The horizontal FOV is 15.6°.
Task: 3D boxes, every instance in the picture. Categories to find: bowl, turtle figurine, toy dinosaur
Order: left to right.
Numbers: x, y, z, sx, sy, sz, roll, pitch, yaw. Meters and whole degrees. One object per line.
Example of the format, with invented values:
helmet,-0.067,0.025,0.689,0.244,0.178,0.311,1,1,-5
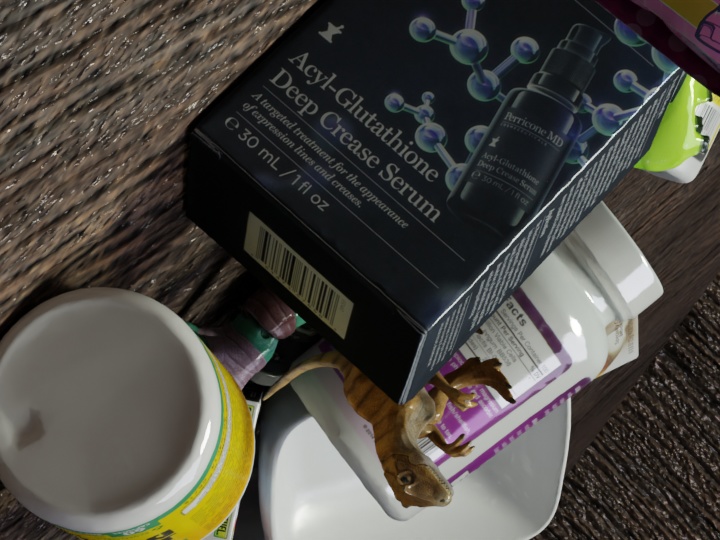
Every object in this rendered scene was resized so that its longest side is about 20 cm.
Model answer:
bowl,-0.041,0.160,1.771,0.200,0.091,0.201,-10,-168,2
turtle figurine,-0.012,-0.018,1.402,0.200,0.101,0.150,-43,169,-2
toy dinosaur,0.014,0.054,1.334,0.106,0.061,0.200,-25,-157,-8
bowl,0.025,0.105,1.631,0.199,0.075,0.200,-17,139,-15

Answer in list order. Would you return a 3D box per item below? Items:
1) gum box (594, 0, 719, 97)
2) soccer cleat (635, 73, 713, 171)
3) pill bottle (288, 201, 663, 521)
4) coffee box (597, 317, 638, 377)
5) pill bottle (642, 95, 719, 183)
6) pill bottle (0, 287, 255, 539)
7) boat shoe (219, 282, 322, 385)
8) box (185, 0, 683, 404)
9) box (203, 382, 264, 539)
gum box,0.135,-0.172,1.167,0.114,0.200,0.066,-50,169,-3
soccer cleat,0.158,-0.151,1.442,0.068,0.081,0.201,-93,-174,-72
pill bottle,0.067,0.040,1.479,0.200,0.112,0.112,-37,168,-1
coffee box,0.078,0.039,1.727,0.199,0.080,0.115,-25,140,-14
pill bottle,0.188,-0.162,1.547,0.201,0.111,0.111,-64,169,0
pill bottle,-0.111,0.080,1.278,0.113,0.113,0.200,-48,170,-5
boat shoe,0.000,0.000,1.553,0.200,0.072,0.068,-33,161,-46
box,0.036,-0.064,1.278,0.200,0.148,0.107,-46,169,-20
box,-0.083,0.119,1.499,0.200,0.035,0.110,-164,-94,-89
